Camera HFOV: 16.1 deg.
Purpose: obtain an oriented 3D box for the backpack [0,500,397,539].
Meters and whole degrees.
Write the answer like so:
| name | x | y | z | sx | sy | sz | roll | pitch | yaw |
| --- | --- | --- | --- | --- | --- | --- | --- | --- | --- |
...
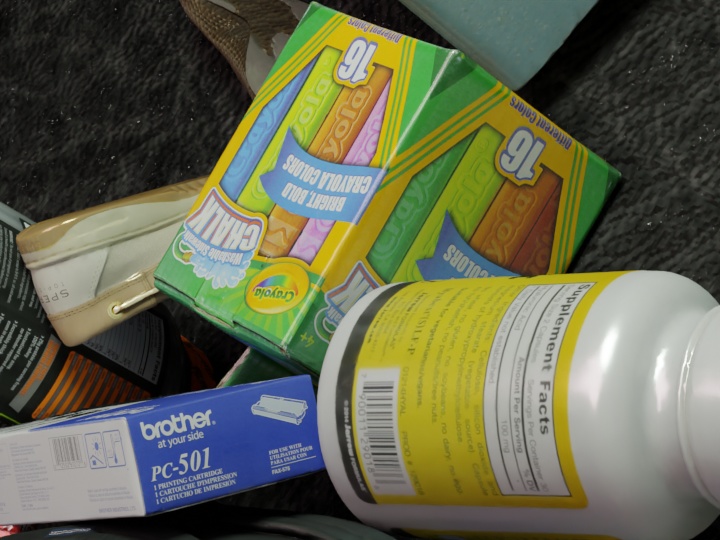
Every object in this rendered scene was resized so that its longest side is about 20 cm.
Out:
| name | x | y | z | sx | sy | sz | roll | pitch | yaw |
| --- | --- | --- | --- | --- | --- | --- | --- | --- | --- |
| backpack | -0.053 | 0.183 | 1.075 | 0.199 | 0.162 | 0.169 | 0 | 102 | 43 |

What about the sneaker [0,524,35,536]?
| name | x | y | z | sx | sy | sz | roll | pitch | yaw |
| --- | --- | --- | --- | --- | --- | --- | --- | --- | --- |
| sneaker | -0.186 | 0.189 | 1.288 | 0.108 | 0.067 | 0.201 | -56 | 35 | 6 |

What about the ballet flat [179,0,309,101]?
| name | x | y | z | sx | sy | sz | roll | pitch | yaw |
| --- | --- | --- | --- | --- | --- | --- | --- | --- | --- |
| ballet flat | -0.047 | -0.119 | 1.377 | 0.067 | 0.046 | 0.200 | -28 | 42 | -14 |

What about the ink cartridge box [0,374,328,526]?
| name | x | y | z | sx | sy | sz | roll | pitch | yaw |
| --- | --- | --- | --- | --- | --- | --- | --- | --- | --- |
| ink cartridge box | -0.107 | 0.082 | 1.127 | 0.200 | 0.094 | 0.044 | -11 | 90 | 56 |

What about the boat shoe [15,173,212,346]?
| name | x | y | z | sx | sy | sz | roll | pitch | yaw |
| --- | --- | --- | --- | --- | --- | --- | --- | --- | --- |
| boat shoe | -0.071 | -0.011 | 1.243 | 0.074 | 0.199 | 0.069 | -6 | 99 | 62 |

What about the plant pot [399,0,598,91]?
| name | x | y | z | sx | sy | sz | roll | pitch | yaw |
| --- | --- | --- | --- | --- | --- | --- | --- | --- | --- |
| plant pot | 0.038 | -0.247 | 1.213 | 0.196 | 0.200 | 0.197 | -49 | 32 | 18 |

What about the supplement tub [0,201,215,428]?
| name | x | y | z | sx | sy | sz | roll | pitch | yaw |
| --- | --- | --- | --- | --- | --- | --- | --- | --- | --- |
| supplement tub | -0.174 | 0.039 | 1.272 | 0.122 | 0.200 | 0.123 | -26 | 47 | 32 |

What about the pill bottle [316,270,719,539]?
| name | x | y | z | sx | sy | sz | roll | pitch | yaw |
| --- | --- | --- | --- | --- | --- | --- | --- | --- | --- |
| pill bottle | 0.090 | 0.057 | 1.039 | 0.199 | 0.111 | 0.112 | -2 | 63 | 39 |

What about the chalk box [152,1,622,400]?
| name | x | y | z | sx | sy | sz | roll | pitch | yaw |
| --- | --- | --- | --- | --- | --- | --- | --- | --- | --- |
| chalk box | 0.000 | 0.000 | 1.173 | 0.124 | 0.125 | 0.201 | 25 | 85 | 52 |
